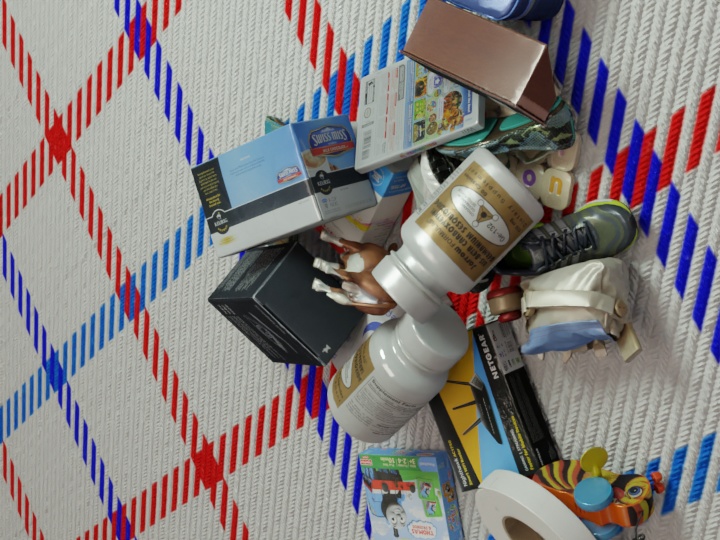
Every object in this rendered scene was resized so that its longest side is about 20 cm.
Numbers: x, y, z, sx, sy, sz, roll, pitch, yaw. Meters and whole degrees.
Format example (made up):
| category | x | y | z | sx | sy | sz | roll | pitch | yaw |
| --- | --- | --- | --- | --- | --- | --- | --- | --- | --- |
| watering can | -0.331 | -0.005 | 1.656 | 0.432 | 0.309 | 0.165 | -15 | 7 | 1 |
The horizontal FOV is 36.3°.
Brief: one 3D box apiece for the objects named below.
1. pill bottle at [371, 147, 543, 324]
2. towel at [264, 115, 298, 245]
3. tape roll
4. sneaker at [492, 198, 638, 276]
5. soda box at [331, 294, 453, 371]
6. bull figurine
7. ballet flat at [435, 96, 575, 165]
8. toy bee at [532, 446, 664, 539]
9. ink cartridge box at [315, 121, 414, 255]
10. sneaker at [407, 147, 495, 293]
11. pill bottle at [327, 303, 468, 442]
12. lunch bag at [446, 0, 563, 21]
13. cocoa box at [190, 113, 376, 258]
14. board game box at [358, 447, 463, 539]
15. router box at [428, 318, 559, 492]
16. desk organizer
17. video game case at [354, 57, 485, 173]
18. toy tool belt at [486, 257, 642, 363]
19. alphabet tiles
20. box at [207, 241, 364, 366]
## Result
| category | x | y | z | sx | sy | sz | roll | pitch | yaw |
| --- | --- | --- | --- | --- | --- | --- | --- | --- | --- |
| pill bottle | 0.112 | -0.038 | 1.307 | 0.200 | 0.114 | 0.114 | -45 | 67 | 5 |
| towel | -0.117 | -0.120 | 1.629 | 0.147 | 0.021 | 0.203 | -139 | 47 | -65 |
| tape roll | 0.229 | 0.339 | 1.387 | 0.202 | 0.037 | 0.204 | 41 | 157 | 21 |
| sneaker | 0.241 | -0.028 | 1.317 | 0.199 | 0.081 | 0.075 | -20 | 98 | 42 |
| soda box | 0.038 | 0.082 | 1.545 | 0.200 | 0.068 | 0.064 | -44 | 71 | 39 |
| bull figurine | 0.000 | 0.000 | 1.437 | 0.120 | 0.200 | 0.066 | 15 | 106 | -8 |
| ballet flat | 0.178 | -0.155 | 1.345 | 0.199 | 0.074 | 0.075 | -7 | 96 | 47 |
| toy bee | 0.312 | 0.280 | 1.331 | 0.200 | 0.108 | 0.132 | 41 | 151 | 33 |
| ink cartridge box | -0.009 | -0.095 | 1.544 | 0.116 | 0.067 | 0.201 | 45 | 127 | 25 |
| sneaker | 0.120 | -0.064 | 1.426 | 0.079 | 0.073 | 0.202 | -34 | 73 | 52 |
| pill bottle | 0.050 | 0.129 | 1.435 | 0.115 | 0.114 | 0.200 | 55 | 132 | 17 |
| lunch bag | 0.154 | -0.371 | 1.285 | 0.199 | 0.131 | 0.138 | 30 | 119 | 34 |
| cocoa box | -0.105 | -0.114 | 1.476 | 0.198 | 0.133 | 0.133 | -17 | 91 | 38 |
| board game box | 0.078 | 0.362 | 1.598 | 0.150 | 0.036 | 0.203 | -6 | 97 | 42 |
| router box | 0.164 | 0.181 | 1.463 | 0.148 | 0.051 | 0.202 | -27 | 82 | 45 |
| desk organizer | 0.147 | -0.250 | 1.294 | 0.199 | 0.071 | 0.078 | 35 | 101 | 40 |
| video game case | 0.076 | -0.217 | 1.414 | 0.198 | 0.018 | 0.145 | -17 | 58 | 38 |
| toy tool belt | 0.242 | 0.064 | 1.321 | 0.199 | 0.124 | 0.125 | -19 | 79 | 44 |
| alphabet tiles | 0.186 | -0.148 | 1.389 | 0.199 | 0.015 | 0.198 | 23 | 117 | 37 |
| box | -0.108 | 0.050 | 1.565 | 0.148 | 0.105 | 0.199 | 45 | 159 | -19 |
